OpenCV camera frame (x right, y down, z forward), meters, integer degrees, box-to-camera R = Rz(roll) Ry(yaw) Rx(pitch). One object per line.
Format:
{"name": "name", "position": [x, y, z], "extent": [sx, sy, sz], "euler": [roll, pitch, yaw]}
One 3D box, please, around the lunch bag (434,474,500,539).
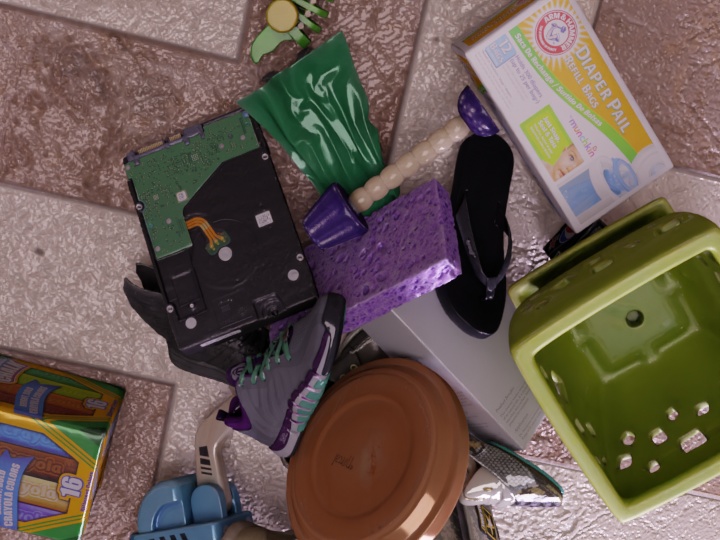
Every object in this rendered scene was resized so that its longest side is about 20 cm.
{"name": "lunch bag", "position": [0.061, 0.261, 1.068], "extent": [0.197, 0.166, 0.118], "euler": [12, 135, -24]}

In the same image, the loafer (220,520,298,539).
{"name": "loafer", "position": [-0.066, 0.301, 1.093], "extent": [0.068, 0.199, 0.077], "euler": [17, 84, 36]}

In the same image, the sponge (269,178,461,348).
{"name": "sponge", "position": [0.000, 0.000, 1.016], "extent": [0.198, 0.113, 0.030], "euler": [-28, 130, 23]}

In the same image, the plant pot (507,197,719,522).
{"name": "plant pot", "position": [0.250, 0.063, 0.961], "extent": [0.197, 0.182, 0.201], "euler": [-31, 105, 10]}

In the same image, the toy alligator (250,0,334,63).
{"name": "toy alligator", "position": [-0.041, -0.275, 0.991], "extent": [0.054, 0.059, 0.202], "euler": [24, 103, -9]}

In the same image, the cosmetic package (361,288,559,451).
{"name": "cosmetic package", "position": [0.102, 0.071, 1.060], "extent": [0.200, 0.081, 0.113], "euler": [47, 63, -11]}

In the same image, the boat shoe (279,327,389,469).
{"name": "boat shoe", "position": [-0.011, 0.123, 1.101], "extent": [0.072, 0.060, 0.202], "euler": [41, 100, -11]}

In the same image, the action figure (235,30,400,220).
{"name": "action figure", "position": [-0.019, -0.112, 1.040], "extent": [0.117, 0.055, 0.201], "euler": [-30, 111, 4]}

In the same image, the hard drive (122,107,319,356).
{"name": "hard drive", "position": [-0.132, -0.039, 1.013], "extent": [0.138, 0.038, 0.203], "euler": [-21, 75, 1]}

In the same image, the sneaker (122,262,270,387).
{"name": "sneaker", "position": [-0.131, 0.057, 1.053], "extent": [0.196, 0.060, 0.105], "euler": [12, 131, 12]}

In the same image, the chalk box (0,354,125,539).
{"name": "chalk box", "position": [-0.348, 0.165, 1.065], "extent": [0.197, 0.125, 0.126], "euler": [16, 104, -8]}

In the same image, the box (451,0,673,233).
{"name": "box", "position": [0.185, -0.156, 1.012], "extent": [0.112, 0.102, 0.201], "euler": [-34, 104, 7]}

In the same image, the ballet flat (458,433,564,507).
{"name": "ballet flat", "position": [0.098, 0.183, 1.040], "extent": [0.199, 0.072, 0.073], "euler": [35, 102, 9]}

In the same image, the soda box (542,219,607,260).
{"name": "soda box", "position": [0.277, 0.027, 1.082], "extent": [0.199, 0.071, 0.063], "euler": [41, 101, -12]}

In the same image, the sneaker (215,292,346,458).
{"name": "sneaker", "position": [-0.075, 0.092, 0.977], "extent": [0.086, 0.075, 0.202], "euler": [19, 129, -5]}

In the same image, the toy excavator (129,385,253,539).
{"name": "toy excavator", "position": [-0.160, 0.225, 1.103], "extent": [0.192, 0.100, 0.204], "euler": [-15, 83, 22]}

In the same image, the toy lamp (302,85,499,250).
{"name": "toy lamp", "position": [0.033, -0.091, 1.000], "extent": [0.199, 0.058, 0.058], "euler": [-38, 104, 9]}

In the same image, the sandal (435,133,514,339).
{"name": "sandal", "position": [0.112, -0.039, 1.018], "extent": [0.075, 0.043, 0.204], "euler": [12, 73, -26]}

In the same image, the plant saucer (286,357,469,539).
{"name": "plant saucer", "position": [0.008, 0.173, 0.988], "extent": [0.200, 0.201, 0.032], "euler": [-45, 132, 10]}
